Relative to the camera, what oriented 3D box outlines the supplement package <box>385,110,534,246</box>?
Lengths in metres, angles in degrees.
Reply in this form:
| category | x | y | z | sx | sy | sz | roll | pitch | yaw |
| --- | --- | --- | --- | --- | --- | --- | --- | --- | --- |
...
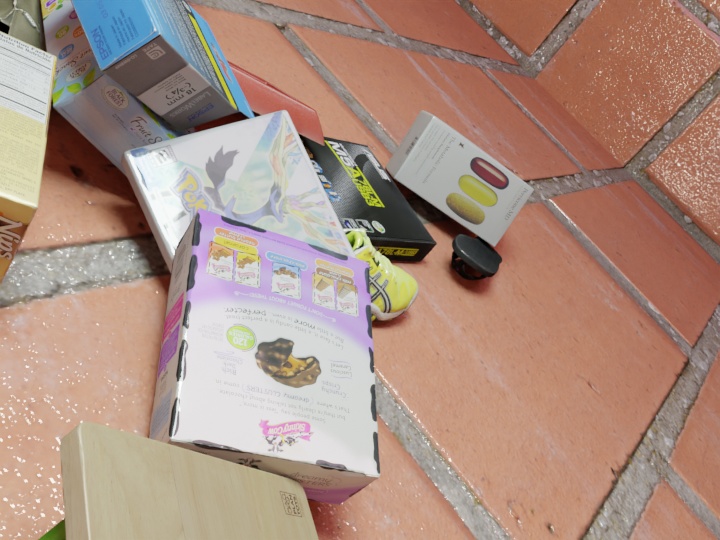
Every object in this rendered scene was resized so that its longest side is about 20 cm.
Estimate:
| category | x | y | z | sx | sy | sz | roll | pitch | yaw |
| --- | --- | --- | --- | --- | --- | --- | --- | --- | --- |
| supplement package | 0.154 | -0.147 | 1.179 | 0.198 | 0.115 | 0.110 | 31 | 11 | -14 |

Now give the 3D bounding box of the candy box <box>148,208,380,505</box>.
| category | x | y | z | sx | sy | sz | roll | pitch | yaw |
| --- | --- | --- | --- | --- | --- | --- | --- | --- | --- |
| candy box | -0.074 | 0.070 | 0.603 | 0.165 | 0.072 | 0.203 | 18 | 50 | -25 |

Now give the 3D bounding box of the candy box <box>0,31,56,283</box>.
| category | x | y | z | sx | sy | sz | roll | pitch | yaw |
| --- | --- | --- | --- | --- | --- | --- | --- | --- | --- |
| candy box | -0.283 | -0.079 | 0.569 | 0.055 | 0.116 | 0.202 | 20 | 35 | -34 |

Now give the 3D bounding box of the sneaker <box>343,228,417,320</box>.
| category | x | y | z | sx | sy | sz | roll | pitch | yaw |
| --- | --- | --- | --- | --- | --- | --- | --- | --- | --- |
| sneaker | 0.000 | 0.000 | 0.837 | 0.198 | 0.077 | 0.076 | 14 | 36 | -42 |

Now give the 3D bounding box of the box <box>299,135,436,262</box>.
| category | x | y | z | sx | sy | sz | roll | pitch | yaw |
| --- | --- | --- | --- | --- | --- | --- | --- | --- | --- |
| box | -0.012 | -0.100 | 1.010 | 0.191 | 0.048 | 0.201 | 0 | 49 | -48 |

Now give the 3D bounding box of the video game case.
| category | x | y | z | sx | sy | sz | roll | pitch | yaw |
| --- | --- | --- | --- | --- | --- | --- | --- | --- | --- |
| video game case | -0.104 | -0.043 | 0.710 | 0.180 | 0.022 | 0.203 | -23 | 84 | -34 |

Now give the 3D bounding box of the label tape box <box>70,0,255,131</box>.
| category | x | y | z | sx | sy | sz | roll | pitch | yaw |
| --- | --- | --- | --- | --- | --- | --- | --- | --- | --- |
| label tape box | -0.188 | -0.215 | 0.704 | 0.146 | 0.063 | 0.200 | 63 | 8 | 17 |

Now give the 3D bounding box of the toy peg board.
| category | x | y | z | sx | sy | sz | roll | pitch | yaw |
| --- | --- | --- | --- | --- | --- | --- | --- | --- | --- |
| toy peg board | -0.102 | 0.219 | 0.431 | 0.198 | 0.097 | 0.202 | 34 | 25 | -47 |

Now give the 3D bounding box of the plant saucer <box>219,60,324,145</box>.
| category | x | y | z | sx | sy | sz | roll | pitch | yaw |
| --- | --- | --- | --- | --- | --- | --- | --- | --- | --- |
| plant saucer | -0.155 | -0.239 | 0.955 | 0.198 | 0.037 | 0.200 | 21 | 12 | -38 |

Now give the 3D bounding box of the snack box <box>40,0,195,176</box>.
| category | x | y | z | sx | sy | sz | roll | pitch | yaw |
| --- | --- | --- | --- | --- | --- | --- | --- | --- | --- |
| snack box | -0.239 | -0.186 | 0.757 | 0.169 | 0.067 | 0.202 | 52 | 12 | -53 |

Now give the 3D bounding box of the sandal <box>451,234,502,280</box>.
| category | x | y | z | sx | sy | sz | roll | pitch | yaw |
| --- | --- | --- | --- | --- | --- | --- | --- | --- | --- |
| sandal | 0.174 | -0.012 | 1.129 | 0.075 | 0.048 | 0.200 | 47 | 16 | 13 |

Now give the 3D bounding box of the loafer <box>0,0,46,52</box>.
| category | x | y | z | sx | sy | sz | roll | pitch | yaw |
| --- | --- | --- | --- | --- | --- | --- | --- | --- | --- |
| loafer | -0.357 | -0.246 | 0.752 | 0.069 | 0.075 | 0.202 | 11 | 40 | -49 |
